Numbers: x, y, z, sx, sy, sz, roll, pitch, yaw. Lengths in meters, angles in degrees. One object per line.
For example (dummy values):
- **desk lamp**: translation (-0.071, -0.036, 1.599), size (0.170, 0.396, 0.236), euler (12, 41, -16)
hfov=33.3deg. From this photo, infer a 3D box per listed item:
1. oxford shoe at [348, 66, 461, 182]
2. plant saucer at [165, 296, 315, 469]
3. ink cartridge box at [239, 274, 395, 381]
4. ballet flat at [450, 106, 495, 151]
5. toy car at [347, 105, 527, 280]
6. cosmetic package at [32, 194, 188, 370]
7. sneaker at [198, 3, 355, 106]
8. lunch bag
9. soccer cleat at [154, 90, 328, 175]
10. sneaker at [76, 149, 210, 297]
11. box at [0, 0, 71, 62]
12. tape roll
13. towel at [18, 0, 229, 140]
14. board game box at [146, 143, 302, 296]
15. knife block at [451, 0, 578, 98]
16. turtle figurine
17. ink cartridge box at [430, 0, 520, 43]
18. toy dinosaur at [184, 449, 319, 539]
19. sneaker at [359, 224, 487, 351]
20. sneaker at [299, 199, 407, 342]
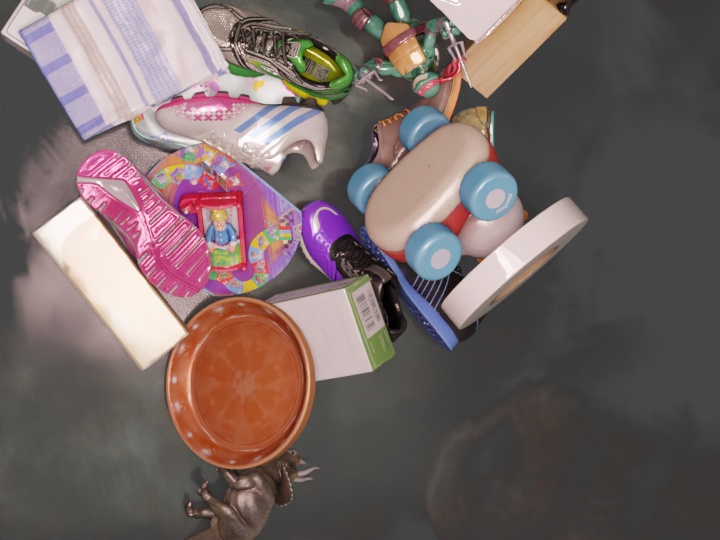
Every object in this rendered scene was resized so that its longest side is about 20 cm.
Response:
- **oxford shoe**: translation (0.058, -0.174, 1.489), size (0.073, 0.071, 0.201), euler (31, 86, -9)
- **plant saucer**: translation (-0.140, 0.132, 1.424), size (0.199, 0.032, 0.202), euler (-3, 83, 27)
- **ink cartridge box**: translation (-0.067, 0.078, 1.451), size (0.059, 0.199, 0.104), euler (-32, 106, -55)
- **ballet flat**: translation (0.146, -0.105, 1.521), size (0.070, 0.071, 0.201), euler (-8, 96, -13)
- **toy car**: translation (0.120, -0.059, 1.423), size (0.177, 0.184, 0.200), euler (-47, 131, 6)
- **cosmetic package**: translation (-0.288, 0.012, 1.397), size (0.071, 0.105, 0.200), euler (-38, 102, -7)
- **sneaker**: translation (-0.095, -0.254, 1.363), size (0.199, 0.085, 0.079), euler (18, 81, -11)
- **lunch bag**: translation (-0.166, -0.210, 1.429), size (0.199, 0.077, 0.161), euler (13, 88, -14)
- **soccer cleat**: translation (-0.130, -0.152, 1.359), size (0.199, 0.070, 0.087), euler (-1, 81, -17)
- **sneaker**: translation (-0.242, -0.058, 1.366), size (0.081, 0.088, 0.200), euler (-37, 109, -4)
- **box**: translation (-0.312, -0.320, 1.396), size (0.116, 0.060, 0.201), euler (34, 85, -13)
- **tape roll**: translation (0.181, -0.007, 1.414), size (0.202, 0.203, 0.037), euler (-39, 80, -9)
- **towel**: translation (-0.262, -0.245, 1.337), size (0.199, 0.024, 0.147), euler (-23, 109, 13)
- **board game box**: translation (-0.170, -0.047, 1.414), size (0.200, 0.039, 0.158), euler (39, 109, -21)
- **knife block**: translation (0.210, -0.314, 1.464), size (0.064, 0.176, 0.200), euler (37, 85, -12)
- **turtle figurine**: translation (0.046, -0.273, 1.450), size (0.149, 0.101, 0.201), euler (-33, 83, 10)
- **ink cartridge box**: translation (0.120, -0.367, 1.422), size (0.146, 0.200, 0.083), euler (42, 113, -13)
- **toy dinosaur**: translation (-0.148, 0.287, 1.459), size (0.102, 0.077, 0.200), euler (39, 79, 1)
- **sneaker**: translation (0.080, 0.004, 1.507), size (0.078, 0.070, 0.200), euler (-41, 108, -11)
- **sneaker**: translation (0.001, 0.000, 1.461), size (0.069, 0.099, 0.201), euler (-35, 104, -28)
